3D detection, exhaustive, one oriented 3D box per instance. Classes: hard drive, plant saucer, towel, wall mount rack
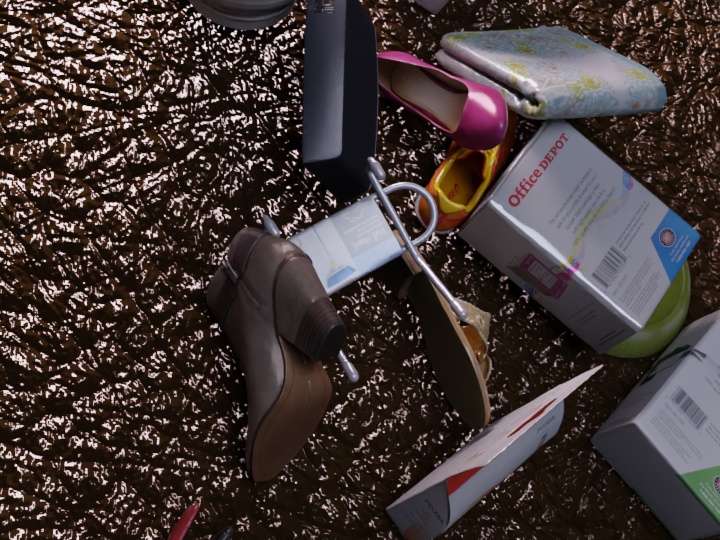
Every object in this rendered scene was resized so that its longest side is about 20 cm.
[{"bbox_3d":[-0.018,-0.179,1.216,0.042,0.135,0.200,-3,73,16],"label":"hard drive"},{"bbox_3d":[0.285,-0.005,1.353,0.200,0.031,0.200,10,66,-22],"label":"plant saucer"},{"bbox_3d":[0.198,-0.209,1.319,0.171,0.048,0.200,-11,32,-29],"label":"towel"},{"bbox_3d":[0.000,0.000,1.153,0.200,0.075,0.174,-29,86,-7],"label":"wall mount rack"}]

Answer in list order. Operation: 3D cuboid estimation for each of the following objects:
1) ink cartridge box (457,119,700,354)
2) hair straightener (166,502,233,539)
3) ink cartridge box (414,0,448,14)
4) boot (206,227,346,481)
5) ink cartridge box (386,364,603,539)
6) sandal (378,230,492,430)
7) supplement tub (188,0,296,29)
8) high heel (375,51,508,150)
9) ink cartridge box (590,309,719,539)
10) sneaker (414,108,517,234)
[{"bbox_3d":[0.222,-0.038,1.271,0.200,0.085,0.145,41,61,-2],"label":"ink cartridge box"},{"bbox_3d":[-0.157,0.294,1.018,0.077,0.041,0.200,35,60,-9],"label":"hair straightener"},{"bbox_3d":[0.117,-0.412,1.346,0.084,0.176,0.200,29,60,-13],"label":"ink cartridge box"},{"bbox_3d":[-0.089,0.067,1.109,0.070,0.200,0.146,2,32,-49],"label":"boot"},{"bbox_3d":[0.128,0.168,1.110,0.162,0.200,0.050,-34,87,-31],"label":"ink cartridge box"},{"bbox_3d":[0.095,0.046,1.215,0.070,0.078,0.212,-23,76,-29],"label":"sandal"},{"bbox_3d":[-0.102,-0.341,1.186,0.145,0.200,0.145,6,60,-10],"label":"supplement tub"},{"bbox_3d":[0.072,-0.175,1.240,0.096,0.067,0.200,13,22,-27],"label":"high heel"},{"bbox_3d":[0.359,0.157,1.292,0.146,0.084,0.200,50,58,-1],"label":"ink cartridge box"},{"bbox_3d":[0.125,-0.122,1.295,0.073,0.077,0.200,31,59,-10],"label":"sneaker"}]
